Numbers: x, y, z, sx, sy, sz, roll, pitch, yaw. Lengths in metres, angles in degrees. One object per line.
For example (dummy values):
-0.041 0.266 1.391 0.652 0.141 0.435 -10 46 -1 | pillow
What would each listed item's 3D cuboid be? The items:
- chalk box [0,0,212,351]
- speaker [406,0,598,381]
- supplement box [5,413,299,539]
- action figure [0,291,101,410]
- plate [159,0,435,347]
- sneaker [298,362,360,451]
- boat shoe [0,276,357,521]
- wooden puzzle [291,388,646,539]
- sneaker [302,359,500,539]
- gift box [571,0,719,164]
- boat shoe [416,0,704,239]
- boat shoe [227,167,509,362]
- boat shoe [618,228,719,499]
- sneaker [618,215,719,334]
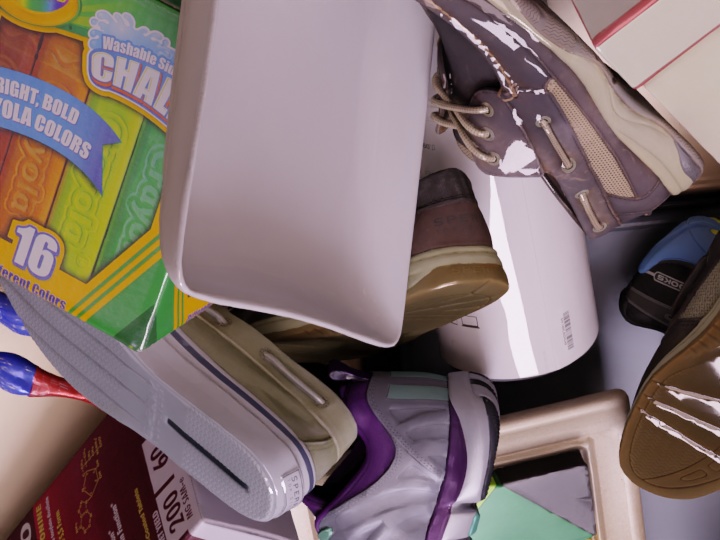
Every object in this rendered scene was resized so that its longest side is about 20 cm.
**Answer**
-0.090 -0.091 1.200 0.125 0.124 0.200 27 117 15 | chalk box
0.059 -0.052 1.286 0.081 0.081 0.200 -12 119 0 | speaker
-0.118 0.148 1.337 0.061 0.109 0.200 17 127 -34 | supplement box
-0.212 0.023 1.315 0.200 0.052 0.065 11 113 -19 | action figure
-0.026 -0.078 1.118 0.032 0.200 0.200 3 83 26 | plate
0.023 0.128 1.393 0.200 0.060 0.104 25 110 -21 | sneaker
-0.088 0.037 1.269 0.200 0.062 0.072 41 142 20 | boat shoe
0.055 0.160 1.366 0.185 0.037 0.200 -13 123 -5 | wooden puzzle
0.007 0.138 1.298 0.087 0.074 0.200 10 100 -4 | sneaker
0.166 -0.157 1.187 0.185 0.200 0.187 -40 131 11 | gift box
0.070 -0.073 1.185 0.073 0.075 0.200 -47 127 6 | boat shoe
-0.001 0.000 1.280 0.072 0.201 0.066 4 77 -31 | boat shoe
0.184 0.025 1.289 0.073 0.065 0.200 25 125 -9 | boat shoe
0.203 0.060 1.373 0.083 0.071 0.200 -38 110 16 | sneaker
